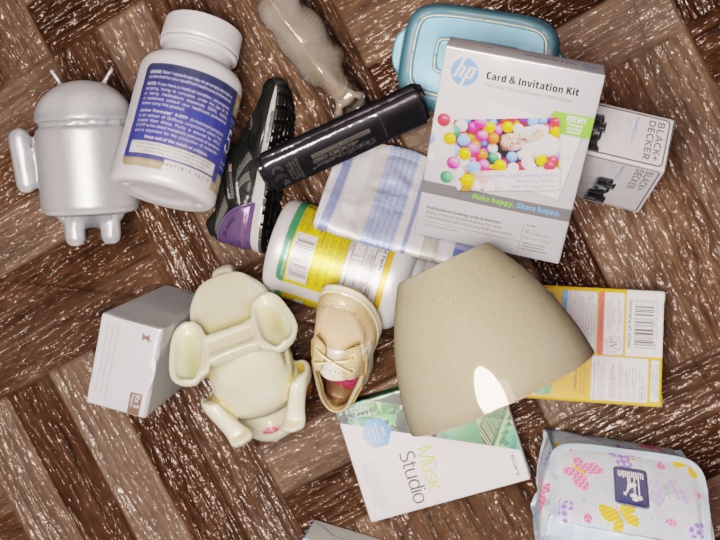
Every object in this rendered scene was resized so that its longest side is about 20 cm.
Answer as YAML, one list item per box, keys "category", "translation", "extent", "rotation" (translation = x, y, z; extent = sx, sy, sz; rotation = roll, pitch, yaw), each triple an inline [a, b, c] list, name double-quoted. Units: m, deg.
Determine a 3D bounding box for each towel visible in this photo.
- category: "towel"
  translation: [0.057, -0.078, 1.071]
  extent: [0.198, 0.148, 0.024]
  rotation: [15, 143, 4]

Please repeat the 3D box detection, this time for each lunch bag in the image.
- category: "lunch bag"
  translation: [0.275, 0.247, 1.034]
  extent: [0.168, 0.200, 0.128]
  rotation: [9, 98, 8]

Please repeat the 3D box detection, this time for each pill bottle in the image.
- category: "pill bottle"
  translation: [-0.197, -0.178, 1.079]
  extent: [0.119, 0.120, 0.202]
  rotation: [11, 80, 7]
- category: "pill bottle"
  translation: [0.000, 0.000, 1.089]
  extent: [0.198, 0.113, 0.114]
  rotation: [17, 99, 6]

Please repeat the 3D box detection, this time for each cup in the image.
- category: "cup"
  translation: [0.111, 0.058, 0.966]
  extent: [0.199, 0.200, 0.144]
  rotation: [-25, 88, 10]

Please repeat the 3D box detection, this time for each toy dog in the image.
- category: "toy dog"
  translation: [-0.127, 0.112, 1.089]
  extent: [0.139, 0.194, 0.201]
  rotation: [-26, 135, -7]

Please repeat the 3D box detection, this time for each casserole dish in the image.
- category: "casserole dish"
  translation: [0.131, -0.232, 1.082]
  extent: [0.198, 0.039, 0.122]
  rotation: [11, 99, 6]

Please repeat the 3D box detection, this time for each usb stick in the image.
- category: "usb stick"
  translation: [-0.018, -0.144, 1.058]
  extent: [0.199, 0.056, 0.033]
  rotation: [-25, 53, 2]

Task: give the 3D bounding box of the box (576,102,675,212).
- category: "box"
  translation: [0.219, -0.132, 1.035]
  extent: [0.198, 0.117, 0.061]
  rotation: [14, 73, 5]

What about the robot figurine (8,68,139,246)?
- category: "robot figurine"
  translation: [-0.316, -0.131, 1.119]
  extent: [0.168, 0.113, 0.202]
  rotation: [-4, 97, -19]

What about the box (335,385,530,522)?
- category: "box"
  translation: [0.085, 0.200, 1.139]
  extent: [0.198, 0.036, 0.146]
  rotation: [-18, 94, 8]

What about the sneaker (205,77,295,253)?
- category: "sneaker"
  translation: [-0.134, -0.126, 1.116]
  extent: [0.087, 0.076, 0.202]
  rotation: [13, 98, 13]

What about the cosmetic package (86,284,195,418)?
- category: "cosmetic package"
  translation: [-0.230, 0.085, 1.088]
  extent: [0.073, 0.200, 0.103]
  rotation: [14, 98, 6]

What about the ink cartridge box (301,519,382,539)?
- category: "ink cartridge box"
  translation: [-0.032, 0.418, 1.165]
  extent: [0.115, 0.067, 0.202]
  rotation: [15, 98, 7]

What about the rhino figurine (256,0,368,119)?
- category: "rhino figurine"
  translation: [-0.046, -0.236, 1.081]
  extent: [0.060, 0.087, 0.201]
  rotation: [-36, 92, 12]

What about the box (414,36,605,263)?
- category: "box"
  translation: [0.146, -0.117, 0.970]
  extent: [0.154, 0.041, 0.202]
  rotation: [13, 117, 7]

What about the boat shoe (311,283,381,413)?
- category: "boat shoe"
  translation: [-0.020, 0.093, 1.065]
  extent: [0.073, 0.201, 0.070]
  rotation: [14, 56, 13]

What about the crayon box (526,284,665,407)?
- category: "crayon box"
  translation: [0.233, 0.082, 1.083]
  extent: [0.198, 0.052, 0.127]
  rotation: [3, 83, 7]
